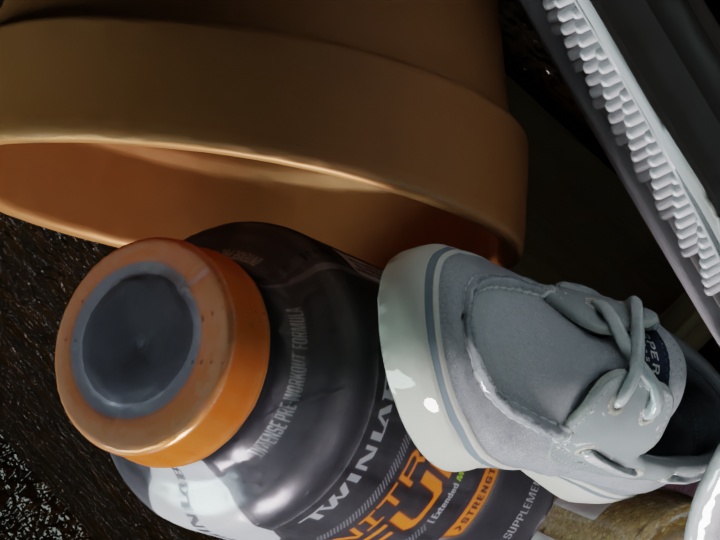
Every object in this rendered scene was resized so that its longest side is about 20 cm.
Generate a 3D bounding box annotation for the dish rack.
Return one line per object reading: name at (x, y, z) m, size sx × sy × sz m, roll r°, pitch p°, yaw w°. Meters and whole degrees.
dish rack at (0.092, -0.057, 0.823) m, size 0.172 × 0.043 × 0.200 m, roll 60°, pitch 180°, yaw 14°

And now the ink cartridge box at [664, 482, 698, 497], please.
ink cartridge box at (0.138, 0.142, 1.058) m, size 0.037 × 0.095 × 0.200 m, roll 13°, pitch -156°, yaw -18°

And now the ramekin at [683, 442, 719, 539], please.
ramekin at (0.190, 0.058, 0.708) m, size 0.199 × 0.098 × 0.201 m, roll 10°, pitch 133°, yaw 12°

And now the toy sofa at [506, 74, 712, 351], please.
toy sofa at (0.047, -0.026, 1.066) m, size 0.200 × 0.083 × 0.098 m, roll 44°, pitch 164°, yaw 10°

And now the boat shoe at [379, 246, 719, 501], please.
boat shoe at (0.071, 0.032, 0.889) m, size 0.071 × 0.070 × 0.201 m, roll -12°, pitch 162°, yaw 23°

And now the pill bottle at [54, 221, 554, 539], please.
pill bottle at (-0.019, 0.046, 0.936) m, size 0.106 × 0.107 × 0.200 m, roll 36°, pitch -173°, yaw 34°

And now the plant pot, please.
plant pot at (-0.033, -0.085, 0.928) m, size 0.199 × 0.141 × 0.200 m, roll 9°, pitch 170°, yaw 2°

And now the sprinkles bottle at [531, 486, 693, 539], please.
sprinkles bottle at (0.095, 0.110, 1.050) m, size 0.068 × 0.068 × 0.200 m, roll 50°, pitch 170°, yaw -13°
